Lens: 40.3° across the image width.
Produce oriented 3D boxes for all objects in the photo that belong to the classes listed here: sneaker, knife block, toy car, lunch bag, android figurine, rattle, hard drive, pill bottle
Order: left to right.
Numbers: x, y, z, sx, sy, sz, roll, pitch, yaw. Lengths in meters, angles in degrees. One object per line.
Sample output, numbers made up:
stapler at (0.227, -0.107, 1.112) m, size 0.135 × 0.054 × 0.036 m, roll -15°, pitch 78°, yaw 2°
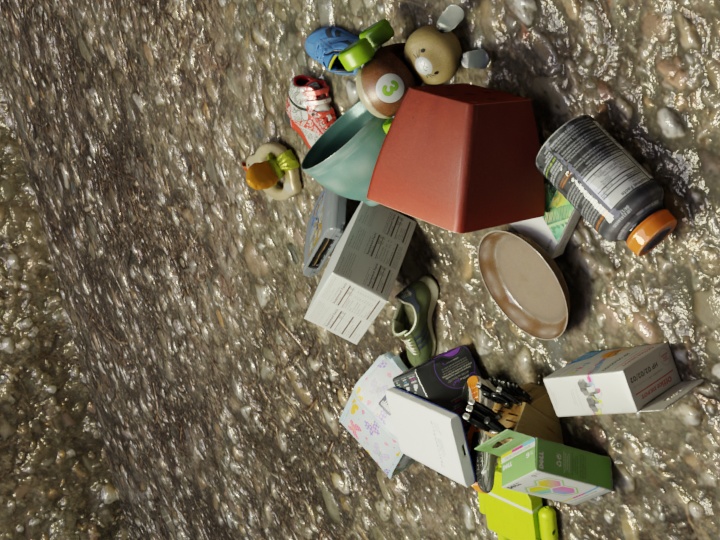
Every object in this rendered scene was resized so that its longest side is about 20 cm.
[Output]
rattle at (-0.226, -0.190, 2.039) m, size 0.200 × 0.143 × 0.130 m, roll 11°, pitch 136°, yaw 43°
sneaker at (-0.072, -0.286, 1.840) m, size 0.201 × 0.067 × 0.108 m, roll 46°, pitch 142°, yaw 31°
sneaker at (-0.048, -0.389, 1.745) m, size 0.200 × 0.078 × 0.066 m, roll 27°, pitch 131°, yaw 44°
lunch bag at (0.066, 0.278, 1.927) m, size 0.170 × 0.127 × 0.200 m, roll 47°, pitch 133°, yaw 23°
sneaker at (0.091, 0.108, 1.825) m, size 0.067 × 0.090 × 0.200 m, roll 32°, pitch 132°, yaw 38°
toy car at (0.100, -0.328, 1.539) m, size 0.200 × 0.158 × 0.164 m, roll -19°, pitch 113°, yaw 38°
hard drive at (0.121, 0.288, 1.715) m, size 0.200 × 0.025 × 0.132 m, roll 15°, pitch 124°, yaw 58°
sneaker at (0.231, 0.283, 1.691) m, size 0.076 × 0.092 × 0.200 m, roll 149°, pitch 126°, yaw -64°
knife block at (0.253, 0.267, 1.629) m, size 0.064 × 0.175 × 0.200 m, roll 9°, pitch 116°, yaw 50°
android figurine at (0.283, 0.437, 1.800) m, size 0.182 × 0.041 × 0.200 m, roll 13°, pitch 119°, yaw 49°
pill bottle at (0.345, -0.113, 1.360) m, size 0.200 × 0.106 × 0.106 m, roll 52°, pitch 142°, yaw 21°

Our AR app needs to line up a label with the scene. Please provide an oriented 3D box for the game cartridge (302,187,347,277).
game cartridge at (-0.070, -0.088, 1.911) m, size 0.200 × 0.041 × 0.133 m, roll 124°, pitch 150°, yaw -57°

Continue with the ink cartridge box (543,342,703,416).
ink cartridge box at (0.387, 0.161, 1.449) m, size 0.200 × 0.115 × 0.068 m, roll -15°, pitch 97°, yaw 54°

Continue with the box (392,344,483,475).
box at (0.166, 0.254, 1.773) m, size 0.200 × 0.122 × 0.106 m, roll 65°, pitch 154°, yaw 5°

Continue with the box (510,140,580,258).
box at (0.258, -0.133, 1.522) m, size 0.200 × 0.036 × 0.144 m, roll 44°, pitch 139°, yaw 27°

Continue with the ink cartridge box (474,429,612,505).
ink cartridge box at (0.296, 0.323, 1.594) m, size 0.104 × 0.200 × 0.059 m, roll 134°, pitch 148°, yaw -53°

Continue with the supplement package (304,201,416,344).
supplement package at (0.000, 0.000, 1.770) m, size 0.111 × 0.200 × 0.156 m, roll 27°, pitch 139°, yaw -5°

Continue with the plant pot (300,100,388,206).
plant pot at (0.014, -0.197, 1.694) m, size 0.134 × 0.200 × 0.200 m, roll 46°, pitch 149°, yaw -19°

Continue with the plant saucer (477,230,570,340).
plant saucer at (0.266, 0.018, 1.570) m, size 0.200 × 0.032 × 0.200 m, roll 42°, pitch 151°, yaw 30°

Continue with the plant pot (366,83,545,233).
plant pot at (0.151, -0.178, 1.457) m, size 0.200 × 0.200 × 0.177 m, roll 24°, pitch 117°, yaw 43°
